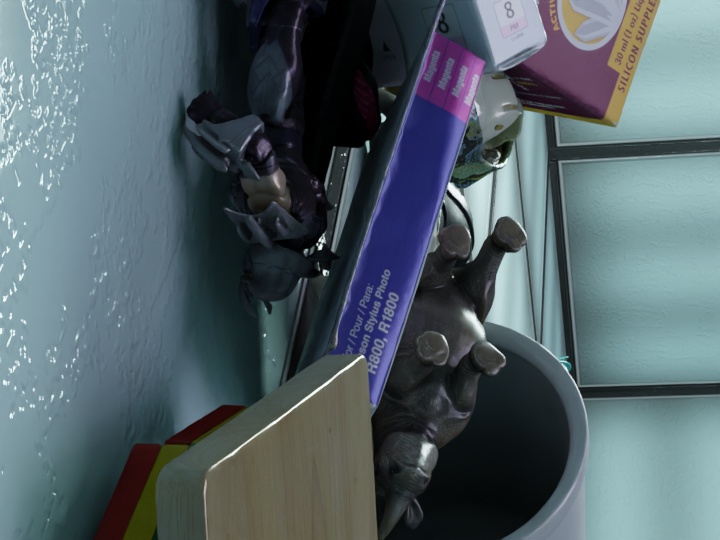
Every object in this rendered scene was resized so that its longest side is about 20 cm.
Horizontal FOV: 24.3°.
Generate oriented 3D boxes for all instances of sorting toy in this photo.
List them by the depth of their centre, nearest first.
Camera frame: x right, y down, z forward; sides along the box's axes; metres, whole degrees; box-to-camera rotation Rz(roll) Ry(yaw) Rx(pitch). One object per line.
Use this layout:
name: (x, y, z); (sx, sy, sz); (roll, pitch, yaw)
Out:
sorting toy: (-0.051, 0.150, 0.655); (0.199, 0.069, 0.201); (-29, 117, -72)

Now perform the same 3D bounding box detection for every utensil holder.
utensil holder: (0.054, 0.154, 1.006); (0.200, 0.169, 0.171); (79, 13, -50)

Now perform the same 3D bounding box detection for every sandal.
sandal: (-0.006, -0.105, 0.894); (0.200, 0.045, 0.075); (111, -28, -50)

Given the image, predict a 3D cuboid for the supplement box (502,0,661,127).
supplement box: (0.091, -0.189, 1.050); (0.199, 0.103, 0.132); (22, 87, -42)

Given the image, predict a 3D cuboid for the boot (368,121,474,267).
boot: (0.047, 0.014, 1.236); (0.165, 0.065, 0.201); (57, 22, -47)

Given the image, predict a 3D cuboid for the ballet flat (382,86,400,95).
ballet flat: (0.010, -0.148, 1.155); (0.071, 0.067, 0.200); (-66, 165, -9)

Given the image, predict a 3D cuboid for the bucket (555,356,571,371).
bucket: (0.111, 0.169, 1.401); (0.207, 0.134, 0.209); (-2, 90, -81)

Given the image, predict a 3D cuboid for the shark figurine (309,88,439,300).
shark figurine: (0.007, -0.016, 1.047); (0.128, 0.089, 0.216); (-157, -111, -64)

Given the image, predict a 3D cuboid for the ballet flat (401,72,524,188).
ballet flat: (0.068, -0.099, 1.046); (0.200, 0.074, 0.075); (25, 63, -83)

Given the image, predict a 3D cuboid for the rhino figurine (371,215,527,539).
rhino figurine: (0.036, 0.062, 0.903); (0.088, 0.060, 0.201); (-52, -164, 50)

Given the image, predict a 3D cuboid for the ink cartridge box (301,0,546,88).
ink cartridge box: (0.005, -0.200, 0.903); (0.057, 0.162, 0.201); (-34, 110, -31)

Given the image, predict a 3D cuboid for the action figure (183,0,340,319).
action figure: (-0.042, -0.075, 0.808); (0.130, 0.069, 0.201); (73, 20, -78)

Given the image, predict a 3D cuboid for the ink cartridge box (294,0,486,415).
ink cartridge box: (0.012, -0.011, 0.851); (0.200, 0.043, 0.197); (121, -12, -67)
